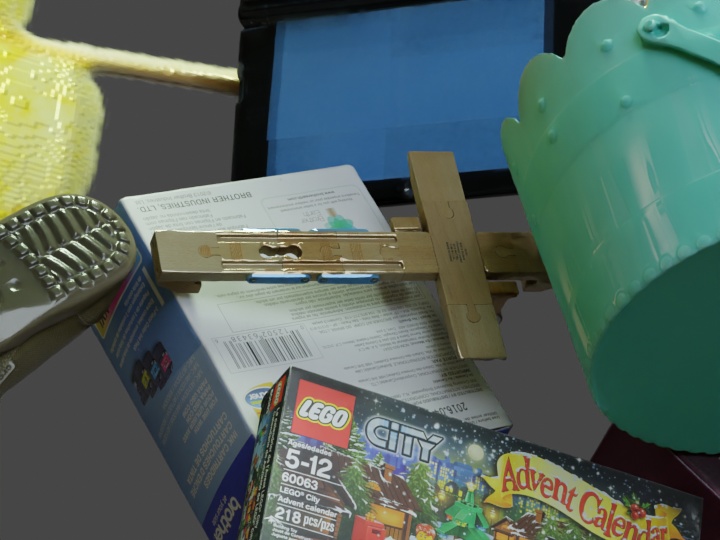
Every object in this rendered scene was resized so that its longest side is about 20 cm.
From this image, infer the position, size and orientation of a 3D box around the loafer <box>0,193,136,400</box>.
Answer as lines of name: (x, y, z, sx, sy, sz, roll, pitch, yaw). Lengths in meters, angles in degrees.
loafer: (-0.187, 0.035, 1.240, 0.200, 0.067, 0.076, -23, 58, -23)

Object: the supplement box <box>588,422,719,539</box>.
supplement box: (0.194, 0.090, 1.351, 0.200, 0.110, 0.086, -26, 63, -42)

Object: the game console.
game console: (0.013, -0.133, 1.368, 0.200, 0.171, 0.118, -5, 40, 22)

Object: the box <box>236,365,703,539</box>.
box: (0.045, 0.135, 1.195, 0.200, 0.038, 0.137, 18, 59, -15)

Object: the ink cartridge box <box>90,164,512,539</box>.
ink cartridge box: (-0.026, 0.053, 1.296, 0.136, 0.076, 0.200, -10, 53, -34)

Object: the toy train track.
toy train track: (0.000, 0.000, 1.288, 0.200, 0.033, 0.115, 0, 56, -20)

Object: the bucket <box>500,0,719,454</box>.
bucket: (0.172, -0.023, 1.230, 0.207, 0.207, 0.135, 5, 50, -24)

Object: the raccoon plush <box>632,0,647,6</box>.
raccoon plush: (0.037, -0.146, 1.451, 0.134, 0.200, 0.097, 9, 63, -32)
